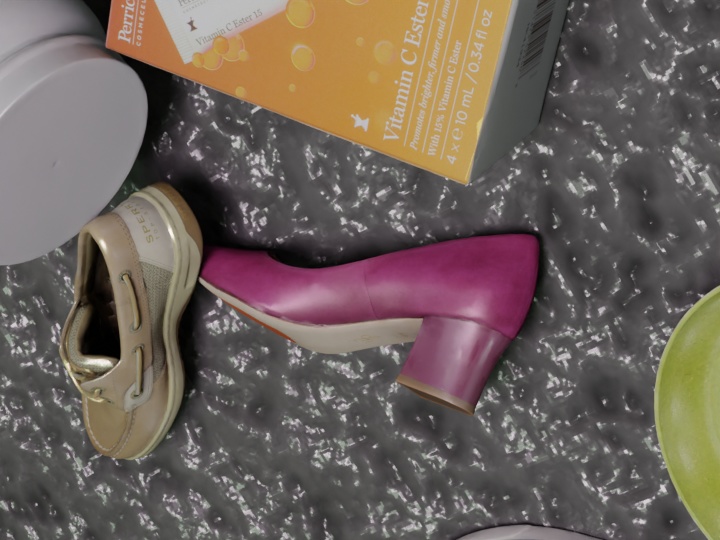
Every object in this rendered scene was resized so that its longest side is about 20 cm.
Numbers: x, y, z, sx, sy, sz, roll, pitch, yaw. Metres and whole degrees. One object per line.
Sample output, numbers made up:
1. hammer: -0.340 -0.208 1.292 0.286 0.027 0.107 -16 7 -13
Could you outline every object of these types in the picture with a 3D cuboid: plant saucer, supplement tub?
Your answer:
1. plant saucer: 0.234 0.082 0.796 0.199 0.031 0.201 20 126 30
2. supplement tub: -0.221 -0.109 0.874 0.200 0.144 0.145 38 124 23

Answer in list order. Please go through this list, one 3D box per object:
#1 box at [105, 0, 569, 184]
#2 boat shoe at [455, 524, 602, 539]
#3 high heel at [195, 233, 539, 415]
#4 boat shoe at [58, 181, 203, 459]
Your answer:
1. box: -0.007 -0.142 0.802 0.199 0.097 0.125 21 119 18
2. boat shoe: 0.117 0.188 0.896 0.199 0.068 0.072 7 114 24
3. high heel: 0.000 0.000 0.900 0.199 0.067 0.097 22 82 26
4. boat shoe: -0.138 0.038 0.941 0.072 0.065 0.201 46 140 25
